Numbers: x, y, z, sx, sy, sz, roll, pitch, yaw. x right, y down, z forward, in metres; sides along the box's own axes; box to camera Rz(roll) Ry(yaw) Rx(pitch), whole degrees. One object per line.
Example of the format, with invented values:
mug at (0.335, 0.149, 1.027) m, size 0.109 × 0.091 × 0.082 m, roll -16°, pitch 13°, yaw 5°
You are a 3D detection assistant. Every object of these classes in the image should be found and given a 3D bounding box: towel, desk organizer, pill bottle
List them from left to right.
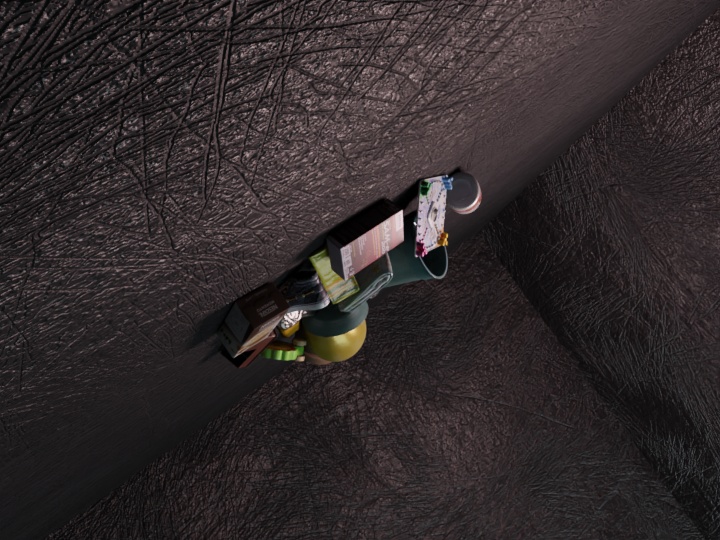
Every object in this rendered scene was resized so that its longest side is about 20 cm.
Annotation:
desk organizer at (-0.320, 0.205, 1.676) m, size 0.076 × 0.073 × 0.200 m, roll -9°, pitch 154°, yaw -44°
towel at (-0.063, 0.008, 1.519) m, size 0.085 × 0.018 × 0.201 m, roll -32°, pitch 140°, yaw -7°
towel at (0.000, 0.000, 1.653) m, size 0.048 × 0.173 × 0.199 m, roll 25°, pitch 128°, yaw -40°
pill bottle at (0.317, -0.234, 1.841) m, size 0.112 × 0.113 × 0.200 m, roll -38°, pitch 173°, yaw 12°

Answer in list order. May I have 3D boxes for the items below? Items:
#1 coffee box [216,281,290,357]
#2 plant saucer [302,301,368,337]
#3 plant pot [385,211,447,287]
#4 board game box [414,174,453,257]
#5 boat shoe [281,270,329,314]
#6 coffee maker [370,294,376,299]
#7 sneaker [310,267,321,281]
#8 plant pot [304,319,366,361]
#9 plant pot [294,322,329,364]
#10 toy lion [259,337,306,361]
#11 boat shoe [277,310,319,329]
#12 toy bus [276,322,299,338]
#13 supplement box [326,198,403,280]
coffee box at (-0.264, 0.123, 1.453) m, size 0.114 × 0.080 × 0.200 m, roll -31°, pitch 170°, yaw -35°
plant saucer at (-0.076, 0.110, 1.714) m, size 0.198 × 0.199 × 0.036 m, roll -33°, pitch 129°, yaw -26°
plant pot at (0.125, -0.047, 1.750) m, size 0.194 × 0.204 × 0.199 m, roll -19°, pitch -178°, yaw 32°
board game box at (0.203, -0.152, 1.636) m, size 0.025 × 0.204 × 0.199 m, roll 11°, pitch -163°, yaw 26°
boat shoe at (-0.174, 0.054, 1.525) m, size 0.197 × 0.092 × 0.071 m, roll -10°, pitch -159°, yaw 28°
coffee maker at (-0.056, 0.105, 2.031) m, size 0.200 × 0.135 × 0.192 m, roll -47°, pitch 174°, yaw 35°
sneaker at (-0.100, 0.006, 1.594) m, size 0.092 × 0.071 × 0.200 m, roll -19°, pitch 163°, yaw -26°
plant pot at (-0.089, 0.168, 1.823) m, size 0.199 × 0.201 × 0.142 m, roll -36°, pitch 162°, yaw -2°
plant pot at (-0.148, 0.228, 2.263) m, size 0.199 × 0.200 × 0.176 m, roll -31°, pitch 154°, yaw -31°
toy lion at (-0.269, 0.233, 1.812) m, size 0.191 × 0.197 × 0.070 m, roll 6°, pitch 94°, yaw -60°
boat shoe at (-0.172, 0.098, 1.642) m, size 0.064 × 0.076 × 0.201 m, roll 11°, pitch -151°, yaw 33°
toy bus at (-0.222, 0.141, 1.747) m, size 0.065 × 0.079 × 0.200 m, roll -34°, pitch 172°, yaw -12°
supplement box at (0.015, -0.076, 1.458) m, size 0.199 × 0.061 × 0.110 m, roll -35°, pitch 141°, yaw -24°
